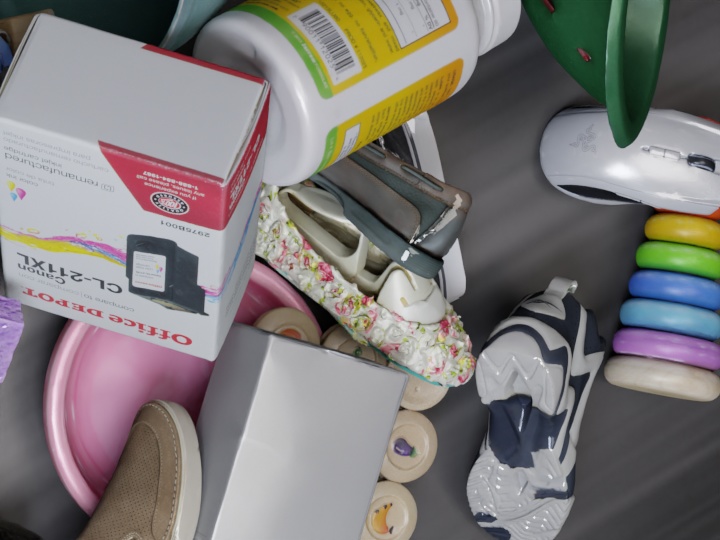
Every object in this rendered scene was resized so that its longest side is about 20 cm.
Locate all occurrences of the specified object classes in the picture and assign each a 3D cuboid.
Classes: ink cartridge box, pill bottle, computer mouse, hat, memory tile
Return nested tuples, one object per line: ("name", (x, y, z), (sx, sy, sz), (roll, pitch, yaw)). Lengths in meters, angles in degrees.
("ink cartridge box", (-0.137, -0.045, 1.386), (0.145, 0.200, 0.083), (16, 57, 5))
("pill bottle", (0.003, -0.141, 1.433), (0.199, 0.111, 0.112), (-31, 108, -33))
("computer mouse", (0.223, -0.074, 1.615), (0.198, 0.044, 0.110), (8, 81, 5))
("hat", (0.106, -0.191, 1.526), (0.175, 0.166, 0.202), (8, 90, 17))
("memory tile", (-0.023, 0.132, 1.536), (0.152, 0.017, 0.201), (14, 90, -25))

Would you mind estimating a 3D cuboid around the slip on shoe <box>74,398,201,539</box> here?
("slip on shoe", (-0.151, 0.176, 1.439), (0.060, 0.076, 0.201), (18, 81, -34))

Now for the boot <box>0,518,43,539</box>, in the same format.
("boot", (-0.228, 0.265, 1.431), (0.072, 0.181, 0.201), (21, 91, -42))

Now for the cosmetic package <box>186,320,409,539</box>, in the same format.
("cosmetic package", (-0.055, 0.141, 1.468), (0.106, 0.090, 0.201), (19, 85, -25))

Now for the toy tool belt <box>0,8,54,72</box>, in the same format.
("toy tool belt", (-0.259, -0.073, 1.393), (0.122, 0.125, 0.201), (15, 90, -1))

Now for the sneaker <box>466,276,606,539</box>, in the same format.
("sneaker", (0.130, 0.091, 1.621), (0.130, 0.079, 0.200), (-53, 144, -44))

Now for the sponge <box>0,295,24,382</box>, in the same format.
("sponge", (-0.288, 0.096, 1.416), (0.111, 0.030, 0.201), (13, 116, -23))

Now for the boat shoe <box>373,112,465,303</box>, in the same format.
("boat shoe", (0.012, -0.061, 1.560), (0.067, 0.072, 0.201), (-24, 112, -22))

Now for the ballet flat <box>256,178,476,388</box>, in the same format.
("ballet flat", (0.000, 0.000, 1.515), (0.199, 0.064, 0.076), (36, 37, 2))

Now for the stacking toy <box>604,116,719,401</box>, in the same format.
("stacking toy", (0.233, -0.011, 1.661), (0.085, 0.085, 0.201), (13, 85, -25))

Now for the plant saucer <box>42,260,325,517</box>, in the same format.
("plant saucer", (-0.116, 0.084, 1.525), (0.199, 0.051, 0.202), (-2, 96, -24))

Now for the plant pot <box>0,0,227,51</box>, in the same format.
("plant pot", (-0.138, -0.228, 1.419), (0.134, 0.199, 0.202), (-28, 108, -47))

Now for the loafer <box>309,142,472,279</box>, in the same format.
("loafer", (-0.002, -0.075, 1.489), (0.063, 0.200, 0.072), (-53, 148, 12))
